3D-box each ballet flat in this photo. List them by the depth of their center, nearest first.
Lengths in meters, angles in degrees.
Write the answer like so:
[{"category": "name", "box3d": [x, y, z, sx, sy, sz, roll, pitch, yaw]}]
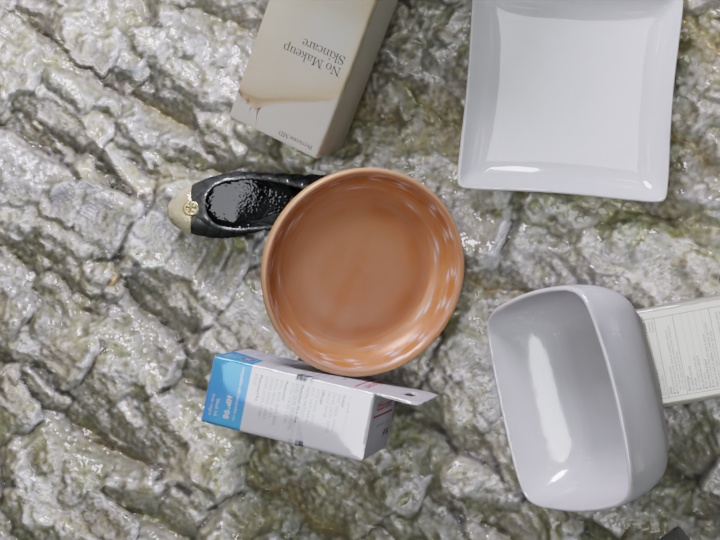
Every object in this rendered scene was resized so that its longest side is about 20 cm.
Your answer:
[{"category": "ballet flat", "box3d": [-0.097, -0.068, 1.375, 0.200, 0.057, 0.067, -4, 88, 12]}]

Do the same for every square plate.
[{"category": "square plate", "box3d": [0.198, -0.170, 1.328, 0.198, 0.028, 0.200, 5, 91, 11]}]

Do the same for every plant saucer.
[{"category": "plant saucer", "box3d": [0.000, 0.000, 1.326, 0.200, 0.037, 0.200, -4, 103, -17]}]

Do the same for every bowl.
[{"category": "bowl", "box3d": [0.202, 0.111, 1.258, 0.075, 0.200, 0.200, -11, 85, -23]}]

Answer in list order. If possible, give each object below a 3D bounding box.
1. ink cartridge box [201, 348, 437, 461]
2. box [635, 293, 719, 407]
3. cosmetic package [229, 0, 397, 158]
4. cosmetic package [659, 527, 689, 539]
[{"category": "ink cartridge box", "box3d": [-0.036, 0.131, 1.331, 0.200, 0.116, 0.067, 13, 92, 12]}, {"category": "box", "box3d": [0.342, 0.064, 1.270, 0.200, 0.078, 0.095, -10, 88, 12]}, {"category": "cosmetic package", "box3d": [-0.038, -0.221, 1.330, 0.103, 0.073, 0.200, 25, 110, 13]}, {"category": "cosmetic package", "box3d": [0.261, 0.302, 1.218, 0.107, 0.200, 0.090, -40, 79, 12]}]
